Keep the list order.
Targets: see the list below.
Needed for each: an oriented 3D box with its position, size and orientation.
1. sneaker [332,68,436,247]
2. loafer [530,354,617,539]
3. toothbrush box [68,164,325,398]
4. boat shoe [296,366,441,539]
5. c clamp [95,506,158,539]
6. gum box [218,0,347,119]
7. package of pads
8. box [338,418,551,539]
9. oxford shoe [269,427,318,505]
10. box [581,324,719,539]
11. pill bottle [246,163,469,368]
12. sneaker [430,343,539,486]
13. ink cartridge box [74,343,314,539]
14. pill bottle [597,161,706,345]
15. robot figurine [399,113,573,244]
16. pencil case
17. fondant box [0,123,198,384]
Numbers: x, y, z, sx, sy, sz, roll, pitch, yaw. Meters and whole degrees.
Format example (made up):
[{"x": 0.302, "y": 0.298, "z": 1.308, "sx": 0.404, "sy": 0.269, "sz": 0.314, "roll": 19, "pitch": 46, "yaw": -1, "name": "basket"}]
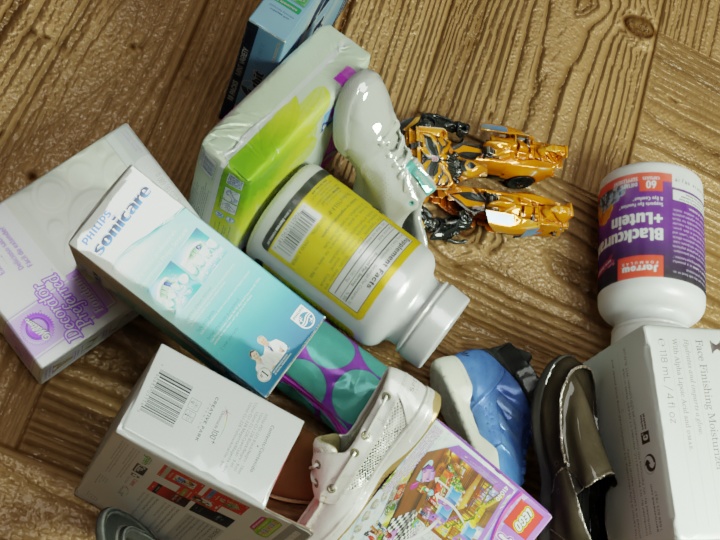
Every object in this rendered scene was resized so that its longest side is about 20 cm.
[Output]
[{"x": 0.032, "y": -0.101, "z": 1.321, "sx": 0.088, "sy": 0.201, "sz": 0.075, "roll": 24, "pitch": 54, "yaw": 31, "name": "sneaker"}, {"x": 0.205, "y": 0.177, "z": 1.271, "sx": 0.073, "sy": 0.071, "sz": 0.202, "roll": 3, "pitch": 83, "yaw": -46, "name": "loafer"}, {"x": -0.138, "y": 0.016, "z": 1.155, "sx": 0.200, "sy": 0.146, "sz": 0.085, "roll": 37, "pitch": 80, "yaw": -3, "name": "toothbrush box"}, {"x": -0.015, "y": 0.169, "z": 1.220, "sx": 0.069, "sy": 0.071, "sz": 0.200, "roll": 37, "pitch": 94, "yaw": -10, "name": "boat shoe"}, {"x": -0.162, "y": 0.293, "z": 1.146, "sx": 0.027, "sy": 0.171, "sz": 0.201, "roll": -27, "pitch": 67, "yaw": 13, "name": "c clamp"}, {"x": -0.059, "y": -0.252, "z": 1.366, "sx": 0.044, "sy": 0.170, "sz": 0.201, "roll": 31, "pitch": 60, "yaw": 1, "name": "gum box"}, {"x": -0.082, "y": -0.117, "z": 1.314, "sx": 0.068, "sy": 0.155, "sz": 0.200, "roll": 37, "pitch": 58, "yaw": 8, "name": "package of pads"}, {"x": 0.054, "y": 0.249, "z": 1.231, "sx": 0.137, "sy": 0.039, "sz": 0.200, "roll": 40, "pitch": 89, "yaw": -2, "name": "box"}, {"x": -0.082, "y": 0.157, "z": 1.247, "sx": 0.199, "sy": 0.071, "sz": 0.072, "roll": 24, "pitch": 60, "yaw": -16, "name": "oxford shoe"}, {"x": 0.287, "y": 0.176, "z": 1.313, "sx": 0.130, "sy": 0.200, "sz": 0.200, "roll": 3, "pitch": 68, "yaw": -20, "name": "box"}, {"x": 0.000, "y": 0.000, "z": 1.308, "sx": 0.200, "sy": 0.111, "sz": 0.111, "roll": 38, "pitch": 60, "yaw": 6, "name": "pill bottle"}, {"x": 0.150, "y": 0.165, "z": 1.323, "sx": 0.110, "sy": 0.077, "sz": 0.201, "roll": -15, "pitch": 68, "yaw": -16, "name": "sneaker"}, {"x": -0.127, "y": 0.167, "z": 1.149, "sx": 0.175, "sy": 0.200, "sz": 0.084, "roll": 30, "pitch": 60, "yaw": -8, "name": "ink cartridge box"}, {"x": 0.302, "y": -0.001, "z": 1.443, "sx": 0.111, "sy": 0.111, "sz": 0.201, "roll": 13, "pitch": 64, "yaw": -17, "name": "pill bottle"}, {"x": 0.120, "y": -0.098, "z": 1.440, "sx": 0.199, "sy": 0.058, "sz": 0.146, "roll": 7, "pitch": 66, "yaw": -20, "name": "robot figurine"}, {"x": -0.057, "y": 0.082, "z": 1.280, "sx": 0.199, "sy": 0.085, "sz": 0.093, "roll": 36, "pitch": 44, "yaw": -4, "name": "pencil case"}, {"x": -0.249, "y": -0.017, "z": 1.248, "sx": 0.200, "sy": 0.058, "sz": 0.145, "roll": -37, "pitch": 86, "yaw": -22, "name": "fondant box"}]
